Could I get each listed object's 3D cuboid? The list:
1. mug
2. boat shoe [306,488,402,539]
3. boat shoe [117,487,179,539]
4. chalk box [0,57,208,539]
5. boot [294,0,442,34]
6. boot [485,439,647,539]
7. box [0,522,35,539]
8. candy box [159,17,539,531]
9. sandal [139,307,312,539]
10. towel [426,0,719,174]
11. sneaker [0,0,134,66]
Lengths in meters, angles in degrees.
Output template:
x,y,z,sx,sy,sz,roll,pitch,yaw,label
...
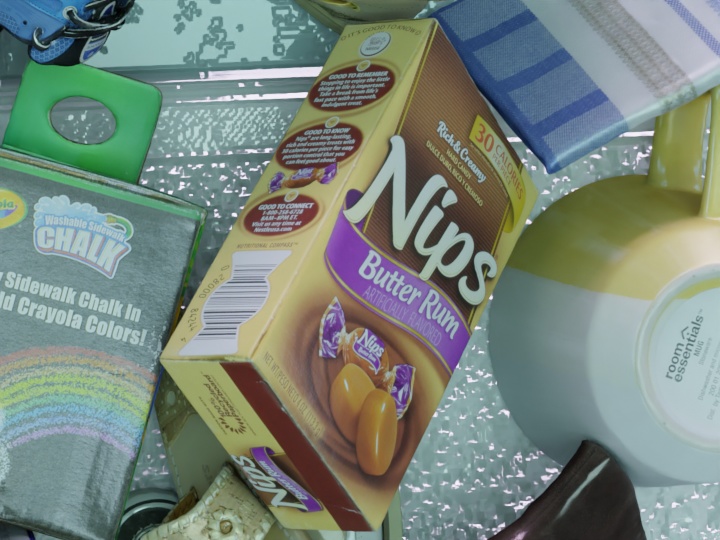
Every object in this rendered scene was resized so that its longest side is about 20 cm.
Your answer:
x,y,z,sx,sy,sz,roll,pitch,yaw,label
0.138,0.017,1.349,0.149,0.153,0.187,-25,97,-7,mug
-0.016,0.107,1.372,0.068,0.075,0.201,2,83,-9,boat shoe
-0.059,0.192,1.370,0.071,0.064,0.201,-29,98,-7,boat shoe
-0.145,0.007,1.316,0.124,0.124,0.201,16,90,-9,chalk box
-0.041,-0.176,1.302,0.200,0.155,0.073,37,81,-11,boot
0.079,0.187,1.361,0.166,0.072,0.200,-43,144,-17,boot
-0.225,0.184,1.281,0.199,0.184,0.105,-15,95,-8,box
0.000,0.000,1.293,0.117,0.056,0.200,55,47,-37,candy box
-0.074,0.112,1.315,0.069,0.078,0.212,3,57,-37,sandal
0.142,-0.124,1.354,0.199,0.147,0.024,-29,129,-7,towel
-0.110,-0.136,1.260,0.078,0.199,0.090,-17,95,-51,sneaker
